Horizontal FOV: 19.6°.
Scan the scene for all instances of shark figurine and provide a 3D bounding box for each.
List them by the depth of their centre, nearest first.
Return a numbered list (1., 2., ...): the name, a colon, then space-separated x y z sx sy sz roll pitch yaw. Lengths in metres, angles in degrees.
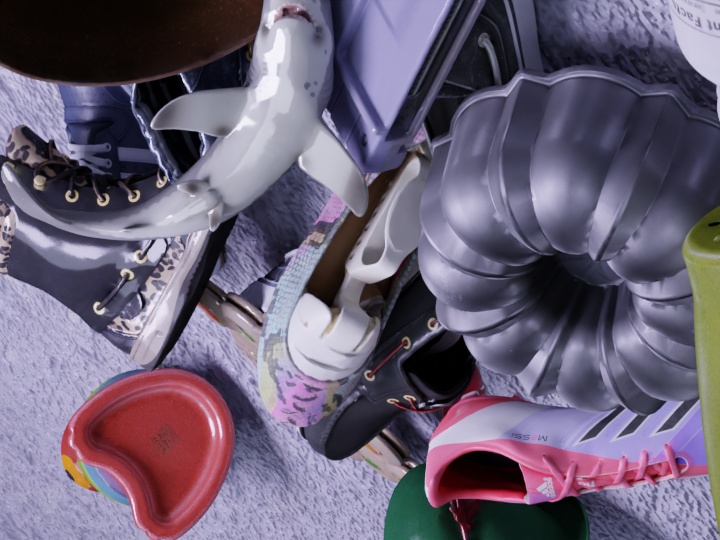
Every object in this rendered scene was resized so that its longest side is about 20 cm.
1. shark figurine: -0.079 -0.062 1.089 0.214 0.090 0.128 -33 108 16

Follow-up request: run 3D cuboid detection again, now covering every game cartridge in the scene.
1. game cartridge: 0.013 -0.158 1.021 0.130 0.038 0.200 59 145 25

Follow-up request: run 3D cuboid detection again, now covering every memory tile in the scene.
1. memory tile: -0.029 0.081 1.379 0.200 0.017 0.153 49 167 -34

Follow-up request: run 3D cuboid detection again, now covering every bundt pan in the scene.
1. bundt pan: 0.117 -0.002 1.054 0.201 0.076 0.202 14 137 13

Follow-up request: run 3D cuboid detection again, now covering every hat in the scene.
1. hat: 0.030 0.145 1.289 0.176 0.200 0.165 45 142 -22

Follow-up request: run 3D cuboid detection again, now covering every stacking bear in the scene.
1. stacking bear: -0.177 0.133 1.617 0.122 0.114 0.200 50 161 -10

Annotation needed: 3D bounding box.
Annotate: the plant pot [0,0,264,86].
1. plant pot: -0.132 -0.228 1.057 0.187 0.186 0.200 109 148 -57

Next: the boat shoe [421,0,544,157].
1. boat shoe: 0.051 -0.115 1.077 0.071 0.064 0.200 13 136 44

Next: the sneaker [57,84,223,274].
1. sneaker: -0.173 -0.049 1.394 0.070 0.108 0.200 8 132 47

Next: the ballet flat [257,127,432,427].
1. ballet flat: 0.000 0.000 1.163 0.069 0.200 0.071 23 -175 -21

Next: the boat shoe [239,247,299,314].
1. boat shoe: -0.026 0.013 1.327 0.072 0.068 0.200 42 170 -3

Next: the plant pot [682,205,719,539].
1. plant pot: 0.235 0.053 0.941 0.200 0.200 0.193 -4 111 53

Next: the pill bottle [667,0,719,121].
1. pill bottle: 0.178 -0.132 0.845 0.114 0.114 0.200 18 140 40

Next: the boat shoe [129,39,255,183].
1. boat shoe: -0.089 -0.148 1.152 0.071 0.091 0.201 -2 110 38

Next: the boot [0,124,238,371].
1. boot: -0.154 -0.050 1.311 0.150 0.073 0.200 26 117 4

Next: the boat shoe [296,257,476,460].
1. boat shoe: 0.029 0.053 1.228 0.201 0.074 0.063 -49 58 34

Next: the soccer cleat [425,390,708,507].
1. soccer cleat: 0.131 0.103 1.173 0.199 0.077 0.067 -3 126 26
